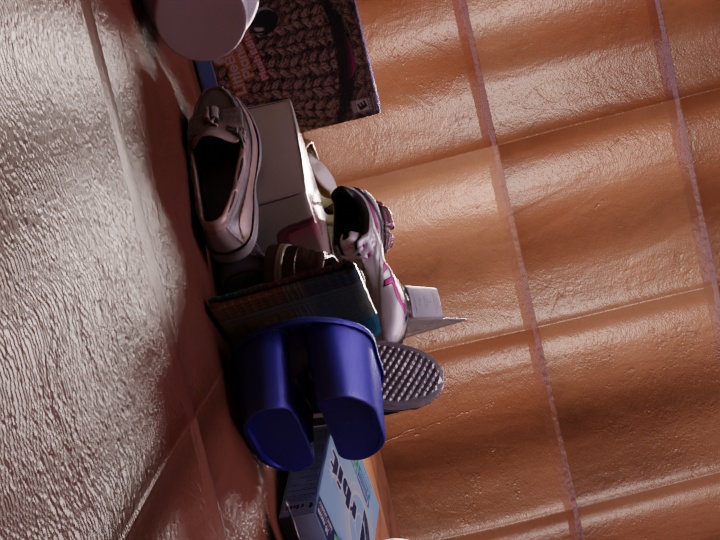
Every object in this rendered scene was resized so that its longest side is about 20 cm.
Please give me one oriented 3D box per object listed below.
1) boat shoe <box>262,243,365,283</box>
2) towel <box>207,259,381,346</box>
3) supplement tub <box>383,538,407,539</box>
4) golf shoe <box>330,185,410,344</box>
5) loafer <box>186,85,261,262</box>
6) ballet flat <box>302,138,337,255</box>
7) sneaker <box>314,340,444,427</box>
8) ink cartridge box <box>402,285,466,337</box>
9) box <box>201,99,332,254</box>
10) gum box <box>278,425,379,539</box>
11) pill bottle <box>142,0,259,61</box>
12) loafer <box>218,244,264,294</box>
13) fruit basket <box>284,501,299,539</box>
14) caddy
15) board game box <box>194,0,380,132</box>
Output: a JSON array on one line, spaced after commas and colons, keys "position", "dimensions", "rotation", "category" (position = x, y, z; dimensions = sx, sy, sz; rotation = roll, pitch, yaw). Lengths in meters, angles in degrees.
[{"position": [-0.030, 0.023, 1.349], "dimensions": [0.202, 0.074, 0.076], "rotation": [29, 61, -68], "category": "boat shoe"}, {"position": [-0.059, 0.046, 1.277], "dimensions": [0.200, 0.145, 0.022], "rotation": [69, 5, -68], "category": "towel"}, {"position": [0.044, 0.429, 1.690], "dimensions": [0.200, 0.143, 0.147], "rotation": [49, 28, -85], "category": "supplement tub"}, {"position": [0.000, 0.000, 1.481], "dimensions": [0.092, 0.072, 0.202], "rotation": [31, 41, -53], "category": "golf shoe"}, {"position": [-0.136, -0.107, 1.288], "dimensions": [0.063, 0.071, 0.202], "rotation": [60, 18, -57], "category": "loafer"}, {"position": [-0.046, -0.067, 1.557], "dimensions": [0.201, 0.062, 0.069], "rotation": [62, 39, -25], "category": "ballet flat"}, {"position": [-0.012, 0.124, 1.426], "dimensions": [0.080, 0.197, 0.079], "rotation": [112, -22, -61], "category": "sneaker"}, {"position": [0.011, 0.066, 1.630], "dimensions": [0.173, 0.198, 0.044], "rotation": [4, 71, -63], "category": "ink cartridge box"}, {"position": [-0.099, -0.065, 1.414], "dimensions": [0.201, 0.108, 0.129], "rotation": [74, 4, -58], "category": "box"}, {"position": [-0.030, 0.266, 1.450], "dimensions": [0.201, 0.044, 0.171], "rotation": [-77, 153, -58], "category": "gum box"}, {"position": [-0.152, -0.282, 1.261], "dimensions": [0.201, 0.111, 0.113], "rotation": [-101, 176, -55], "category": "pill bottle"}, {"position": [-0.102, 0.019, 1.375], "dimensions": [0.200, 0.071, 0.064], "rotation": [67, 6, -62], "category": "loafer"}, {"position": [-0.033, 0.350, 1.246], "dimensions": [0.200, 0.093, 0.187], "rotation": [-124, -165, -48], "category": "fruit basket"}, {"position": [-0.047, 0.112, 1.269], "dimensions": [0.201, 0.139, 0.106], "rotation": [75, 6, -60], "category": "caddy"}, {"position": [-0.089, -0.248, 1.556], "dimensions": [0.097, 0.197, 0.161], "rotation": [-95, 170, -71], "category": "board game box"}]
